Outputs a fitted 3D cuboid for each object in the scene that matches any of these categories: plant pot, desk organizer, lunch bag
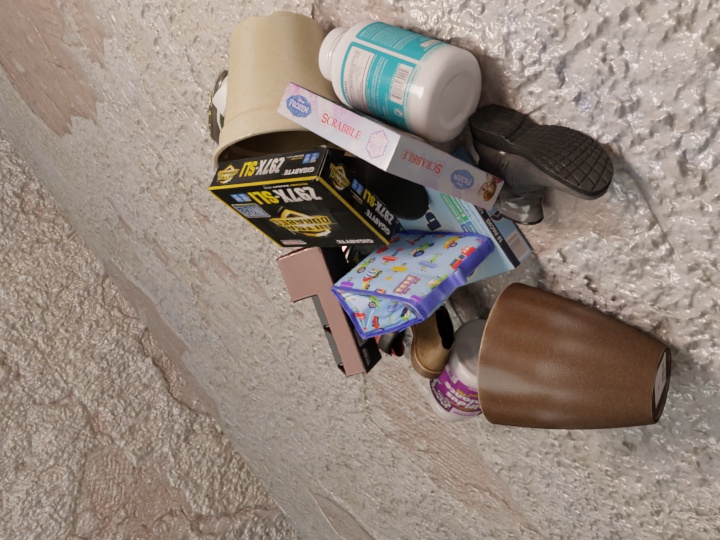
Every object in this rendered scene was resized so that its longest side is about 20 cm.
[{"bbox_3d":[0.275,0.121,0.944,0.198,0.187,0.188,8,132,33],"label":"plant pot"},{"bbox_3d":[-0.045,0.057,1.112,0.076,0.072,0.202,-18,96,24],"label":"desk organizer"},{"bbox_3d":[0.078,0.010,1.013,0.095,0.150,0.199,57,153,-12],"label":"lunch bag"},{"bbox_3d":[-0.107,-0.239,1.033,0.200,0.198,0.186,151,116,-62],"label":"plant pot"}]

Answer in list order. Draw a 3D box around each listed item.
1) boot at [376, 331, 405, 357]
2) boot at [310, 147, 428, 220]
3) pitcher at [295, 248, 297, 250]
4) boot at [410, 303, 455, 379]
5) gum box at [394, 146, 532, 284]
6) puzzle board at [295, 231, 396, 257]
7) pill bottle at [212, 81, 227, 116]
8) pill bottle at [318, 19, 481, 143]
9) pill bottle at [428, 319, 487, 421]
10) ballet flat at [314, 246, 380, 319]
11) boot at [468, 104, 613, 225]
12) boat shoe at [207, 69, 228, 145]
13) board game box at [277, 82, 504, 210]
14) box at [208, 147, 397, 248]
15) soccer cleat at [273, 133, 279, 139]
[{"bbox_3d":[0.014,0.132,1.446,0.144,0.072,0.201,44,148,11],"label":"boot"},{"bbox_3d":[-0.017,-0.104,1.067,0.198,0.070,0.174,20,162,-10],"label":"boot"},{"bbox_3d":[-0.014,0.017,1.309,0.200,0.121,0.171,50,-167,24],"label":"pitcher"},{"bbox_3d":[0.110,0.065,1.153,0.201,0.073,0.076,-97,27,-47],"label":"boot"},{"bbox_3d":[0.125,-0.063,1.066,0.171,0.044,0.200,55,152,-5],"label":"gum box"},{"bbox_3d":[-0.029,-0.040,1.213,0.150,0.017,0.201,36,105,27],"label":"puzzle board"},{"bbox_3d":[-0.147,-0.219,1.224,0.201,0.111,0.111,52,153,0],"label":"pill bottle"},{"bbox_3d":[0.040,-0.237,0.917,0.199,0.111,0.112,32,147,34],"label":"pill bottle"},{"bbox_3d":[0.172,0.169,1.199,0.112,0.112,0.201,43,152,15],"label":"pill bottle"},{"bbox_3d":[0.000,0.000,1.156,0.071,0.069,0.201,30,106,8],"label":"ballet flat"},{"bbox_3d":[0.209,-0.104,0.881,0.200,0.069,0.133,42,156,40],"label":"boot"},{"bbox_3d":[-0.242,-0.282,1.335,0.060,0.072,0.202,38,153,15],"label":"boat shoe"},{"bbox_3d":[0.036,-0.144,0.875,0.199,0.199,0.042,35,105,40],"label":"board game box"},{"bbox_3d":[-0.076,-0.088,0.985,0.198,0.050,0.160,1,151,39],"label":"box"},{"bbox_3d":[-0.139,-0.224,1.141,0.067,0.080,0.202,180,73,-76],"label":"soccer cleat"}]
